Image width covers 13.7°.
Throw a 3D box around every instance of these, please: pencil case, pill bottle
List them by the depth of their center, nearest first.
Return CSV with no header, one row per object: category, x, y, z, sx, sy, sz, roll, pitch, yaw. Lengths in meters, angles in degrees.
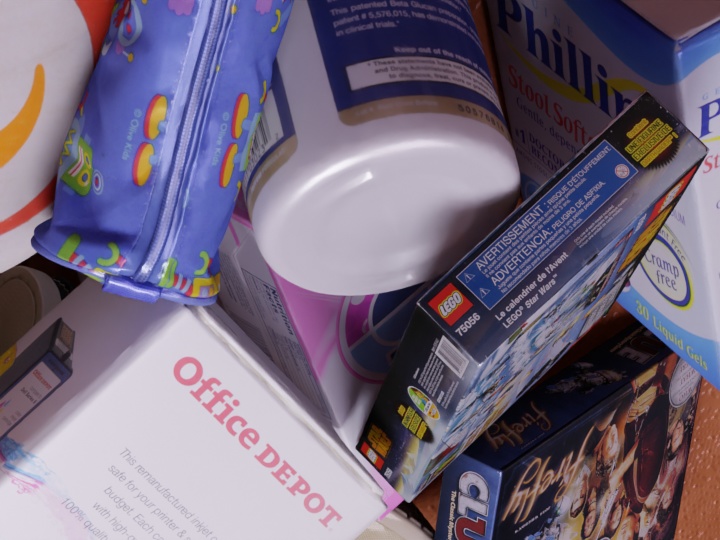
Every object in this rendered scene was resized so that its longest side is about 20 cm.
pencil case,-0.067,-0.084,1.154,0.078,0.087,0.201,14,105,-9
pill bottle,-0.009,-0.100,1.245,0.111,0.201,0.111,-11,149,-7

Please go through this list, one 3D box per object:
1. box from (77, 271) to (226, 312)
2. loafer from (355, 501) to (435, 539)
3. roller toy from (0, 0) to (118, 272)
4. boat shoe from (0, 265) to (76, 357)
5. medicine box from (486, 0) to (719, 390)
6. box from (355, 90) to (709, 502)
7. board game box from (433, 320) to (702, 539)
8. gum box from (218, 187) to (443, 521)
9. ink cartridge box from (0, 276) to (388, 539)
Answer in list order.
box,-0.046,-0.065,1.376,0.199,0.041,0.156,-26,128,-15
loafer,-0.036,0.114,1.474,0.200,0.076,0.068,34,99,-31
roller toy,-0.191,-0.093,1.203,0.200,0.140,0.182,-52,136,-7
boat shoe,-0.167,0.089,1.371,0.066,0.075,0.200,12,112,-39
medicine box,0.150,-0.079,1.396,0.103,0.182,0.201,-26,128,-16
box,0.068,0.015,1.275,0.137,0.040,0.200,-42,170,-20
board game box,0.105,0.115,1.530,0.200,0.035,0.136,-30,135,-47
gum box,0.000,0.000,1.360,0.113,0.066,0.200,-40,133,-21
ink cartridge box,-0.111,0.106,1.277,0.200,0.088,0.145,-42,121,3
